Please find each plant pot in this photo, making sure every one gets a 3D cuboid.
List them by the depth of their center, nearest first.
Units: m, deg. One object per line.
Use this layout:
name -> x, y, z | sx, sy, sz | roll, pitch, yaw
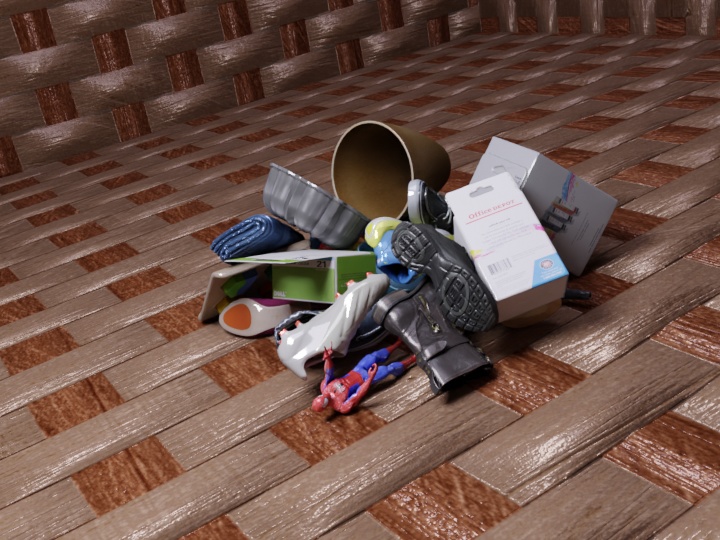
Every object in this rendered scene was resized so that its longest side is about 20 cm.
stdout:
plant pot -> 0.078, -0.185, 1.542 | 0.184, 0.190, 0.198 | 9, 16, 38

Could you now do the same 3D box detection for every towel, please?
towel -> -0.168, -0.046, 1.414 | 0.110, 0.049, 0.200 | -30, -14, 9

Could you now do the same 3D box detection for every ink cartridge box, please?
ink cartridge box -> 0.211, -0.038, 1.239 | 0.113, 0.068, 0.202 | -19, 58, -5
ink cartridge box -> -0.092, 0.012, 1.302 | 0.146, 0.077, 0.198 | 3, 7, 42
ink cartridge box -> 0.293, -0.108, 1.401 | 0.198, 0.146, 0.145 | 25, 7, -29

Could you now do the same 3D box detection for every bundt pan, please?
bundt pan -> -0.082, -0.099, 1.408 | 0.200, 0.077, 0.202 | 30, 0, 0

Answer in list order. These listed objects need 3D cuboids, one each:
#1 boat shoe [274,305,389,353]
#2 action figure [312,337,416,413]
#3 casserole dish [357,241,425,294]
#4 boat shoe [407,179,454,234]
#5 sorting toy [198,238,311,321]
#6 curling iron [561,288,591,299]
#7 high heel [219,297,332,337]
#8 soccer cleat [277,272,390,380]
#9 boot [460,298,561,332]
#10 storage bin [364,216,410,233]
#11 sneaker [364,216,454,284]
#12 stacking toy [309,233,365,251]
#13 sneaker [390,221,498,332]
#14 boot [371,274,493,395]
boat shoe -> -0.035, 0.087, 1.267 | 0.197, 0.072, 0.091 | -20, -19, -6
action figure -> 0.011, 0.127, 1.161 | 0.199, 0.100, 0.065 | -31, 57, -34
casserole dish -> 0.070, -0.004, 1.432 | 0.198, 0.039, 0.121 | -14, 52, -48
boat shoe -> 0.129, -0.102, 1.424 | 0.070, 0.074, 0.200 | 1, -15, 19
sorting toy -> -0.184, 0.024, 1.453 | 0.183, 0.037, 0.200 | -22, -16, -28
curling iron -> 0.274, 0.028, 1.344 | 0.197, 0.050, 0.026 | 12, 42, 36
high heel -> -0.142, 0.079, 1.426 | 0.197, 0.069, 0.096 | -3, -6, 27
soccer cleat -> -0.028, 0.079, 1.193 | 0.199, 0.070, 0.078 | -35, 70, -17
boot -> 0.209, 0.021, 1.313 | 0.197, 0.071, 0.146 | -12, 41, 16
storage bin -> 0.057, -0.076, 1.618 | 0.197, 0.095, 0.135 | 2, 26, 29
sneaker -> 0.093, -0.016, 1.385 | 0.197, 0.107, 0.076 | 12, -32, -29
stacking toy -> 0.000, 0.000, 1.480 | 0.108, 0.118, 0.200 | -23, 37, -21
sneaker -> 0.134, 0.000, 1.197 | 0.090, 0.076, 0.201 | -14, 60, -51
boot -> 0.127, 0.089, 1.200 | 0.198, 0.070, 0.174 | -24, 55, -36
